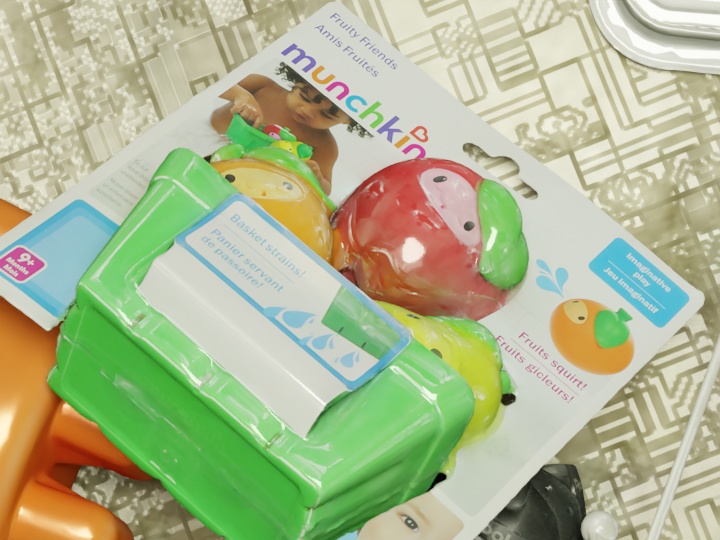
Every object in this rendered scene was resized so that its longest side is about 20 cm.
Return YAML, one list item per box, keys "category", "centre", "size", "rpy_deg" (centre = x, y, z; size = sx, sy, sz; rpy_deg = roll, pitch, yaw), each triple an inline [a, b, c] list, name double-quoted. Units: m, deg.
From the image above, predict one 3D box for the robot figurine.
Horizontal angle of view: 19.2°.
- category: "robot figurine"
  centre: [-0.169, 0.048, 0.758]
  size: [0.200, 0.117, 0.144]
  rpy_deg: [21, 118, 6]

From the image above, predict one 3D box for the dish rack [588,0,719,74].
- category: "dish rack"
  centre: [0.176, -0.171, 0.781]
  size: [0.171, 0.044, 0.200]
  rpy_deg: [5, 86, 5]

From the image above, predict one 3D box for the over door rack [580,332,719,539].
- category: "over door rack"
  centre: [0.161, 0.097, 0.743]
  size: [0.148, 0.067, 0.200]
  rpy_deg: [29, 76, -11]

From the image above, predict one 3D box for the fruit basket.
- category: "fruit basket"
  centre: [0.000, 0.000, 0.725]
  size: [0.185, 0.094, 0.200]
  rpy_deg: [41, 56, 13]

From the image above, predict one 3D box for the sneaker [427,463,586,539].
- category: "sneaker"
  centre: [0.057, 0.114, 0.759]
  size: [0.088, 0.076, 0.200]
  rpy_deg: [-37, 84, -4]
